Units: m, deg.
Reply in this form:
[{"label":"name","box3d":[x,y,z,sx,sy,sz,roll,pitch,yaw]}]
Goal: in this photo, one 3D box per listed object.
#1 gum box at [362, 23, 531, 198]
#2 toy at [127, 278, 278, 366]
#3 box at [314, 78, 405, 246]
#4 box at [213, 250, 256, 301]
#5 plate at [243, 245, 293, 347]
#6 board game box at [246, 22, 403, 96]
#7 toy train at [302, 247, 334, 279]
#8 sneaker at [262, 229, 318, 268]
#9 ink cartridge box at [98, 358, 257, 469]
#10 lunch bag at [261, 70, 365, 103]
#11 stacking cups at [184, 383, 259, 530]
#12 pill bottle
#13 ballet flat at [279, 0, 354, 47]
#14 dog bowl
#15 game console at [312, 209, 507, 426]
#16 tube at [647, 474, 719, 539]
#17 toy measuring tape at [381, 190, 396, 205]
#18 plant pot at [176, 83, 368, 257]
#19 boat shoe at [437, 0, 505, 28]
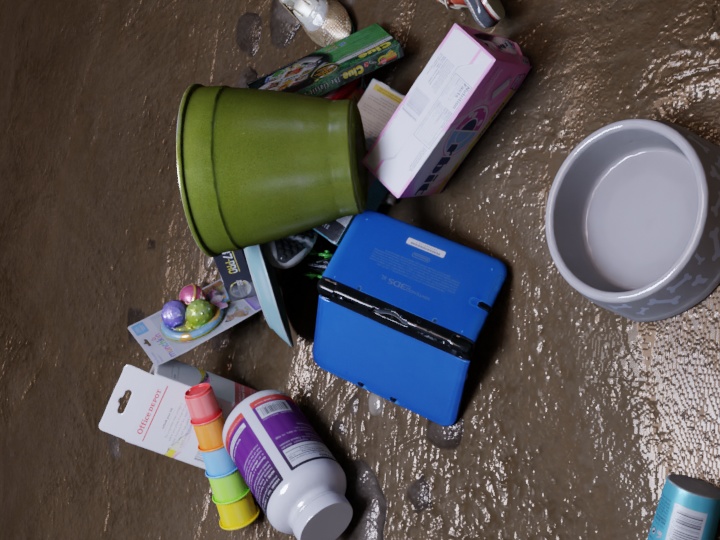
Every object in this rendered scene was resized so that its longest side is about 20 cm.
[{"label":"gum box","box3d":[0.102,-0.182,1.033,0.066,0.113,0.201,45,116,18]},{"label":"toy","box3d":[-0.231,0.049,1.299,0.115,0.198,0.048,36,144,47]},{"label":"box","box3d":[0.002,-0.132,1.143,0.082,0.049,0.202,34,94,28]},{"label":"box","box3d":[-0.193,-0.083,1.283,0.202,0.048,0.163,-104,3,-46]},{"label":"plate","box3d":[-0.130,0.009,1.214,0.025,0.201,0.203,-16,62,-2]},{"label":"board game box","box3d":[-0.049,-0.262,1.182,0.197,0.024,0.105,-26,32,-3]},{"label":"toy train","box3d":[0.000,0.000,1.157,0.198,0.056,0.043,9,97,47]},{"label":"sneaker","box3d":[-0.102,-0.051,1.235,0.201,0.074,0.082,-90,23,-60]},{"label":"ink cartridge box","box3d":[-0.256,0.198,1.280,0.118,0.197,0.068,-61,18,16]},{"label":"lunch bag","box3d":[-0.084,-0.215,1.234,0.197,0.083,0.177,9,45,40]},{"label":"stacking cups","box3d":[-0.193,0.252,1.245,0.060,0.060,0.204,0,109,46]},{"label":"pill bottle","box3d":[-0.092,0.255,1.159,0.200,0.111,0.114,47,115,41]},{"label":"ballet flat","box3d":[-0.080,-0.386,1.317,0.200,0.065,0.071,49,116,40]},{"label":"dog bowl","box3d":[0.267,-0.054,0.882,0.198,0.058,0.204,-13,72,44]},{"label":"game console","box3d":[0.054,0.053,1.060,0.197,0.119,0.172,22,68,19]},{"label":"tube","box3d":[0.275,0.288,0.813,0.077,0.050,0.204,23,103,51]},{"label":"toy measuring tape","box3d":[-0.035,-0.122,1.207,0.198,0.073,0.075,18,95,47]},{"label":"plant pot","box3d":[-0.091,-0.126,1.056,0.189,0.201,0.205,-5,75,9]},{"label":"boat shoe","box3d":[0.115,-0.351,1.093,0.062,0.071,0.202,-36,50,18]}]
